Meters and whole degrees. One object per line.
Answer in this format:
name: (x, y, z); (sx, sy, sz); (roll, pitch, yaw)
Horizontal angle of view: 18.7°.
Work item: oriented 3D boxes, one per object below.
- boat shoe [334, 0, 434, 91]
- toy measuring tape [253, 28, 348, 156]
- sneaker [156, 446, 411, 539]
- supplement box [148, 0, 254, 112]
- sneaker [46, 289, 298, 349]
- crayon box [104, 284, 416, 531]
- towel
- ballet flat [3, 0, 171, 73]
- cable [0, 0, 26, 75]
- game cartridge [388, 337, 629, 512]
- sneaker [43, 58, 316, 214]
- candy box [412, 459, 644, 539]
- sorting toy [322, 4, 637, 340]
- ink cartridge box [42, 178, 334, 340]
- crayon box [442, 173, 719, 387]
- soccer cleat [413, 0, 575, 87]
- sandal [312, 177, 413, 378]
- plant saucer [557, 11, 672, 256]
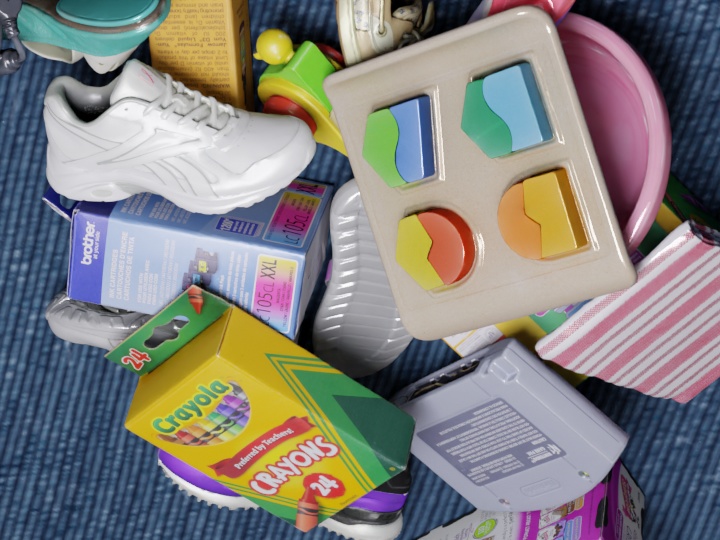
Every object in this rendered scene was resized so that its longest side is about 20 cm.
boat shoe: (0.017, -0.199, 1.515); (0.063, 0.073, 0.200); (-5, 114, 14)
toy measuring tape: (-0.017, -0.103, 1.582); (0.073, 0.074, 0.200); (-28, 126, 20)
sneaker: (-0.054, 0.135, 1.685); (0.200, 0.070, 0.100); (14, 121, -2)
supplement box: (-0.115, -0.180, 1.550); (0.069, 0.067, 0.200); (-1, 115, 10)
sneaker: (-0.141, 0.059, 1.658); (0.199, 0.078, 0.100); (7, 127, 12)
crayon box: (-0.077, 0.101, 1.565); (0.200, 0.051, 0.127); (32, 137, -20)
towel: (0.227, 0.030, 1.550); (0.146, 0.030, 0.200); (-42, 145, 24)
ballet flat: (-0.195, -0.176, 1.534); (0.200, 0.067, 0.070); (17, 142, 39)
cable: (-0.294, -0.220, 1.543); (0.163, 0.051, 0.201); (-21, 82, 46)
game cartridge: (0.109, 0.121, 1.620); (0.133, 0.041, 0.200); (44, 151, -9)
sneaker: (-0.131, -0.098, 1.504); (0.199, 0.078, 0.100); (0, 129, 13)
candy box: (0.116, 0.229, 1.669); (0.200, 0.136, 0.061); (-28, 109, 21)
sorting toy: (0.074, -0.059, 1.470); (0.185, 0.036, 0.200); (-16, 97, 35)
ink cartridge box: (-0.129, -0.025, 1.587); (0.199, 0.137, 0.077); (9, 115, 4)
crayon box: (0.156, 0.004, 1.598); (0.119, 0.058, 0.200); (43, 114, -12)
soccer cleat: (0.096, -0.156, 1.493); (0.067, 0.076, 0.200); (40, 126, 8)
sandal: (0.007, 0.000, 1.624); (0.082, 0.050, 0.203); (-1, 135, -11)
plant saucer: (0.130, -0.078, 1.522); (0.200, 0.051, 0.201); (-4, 83, 34)
